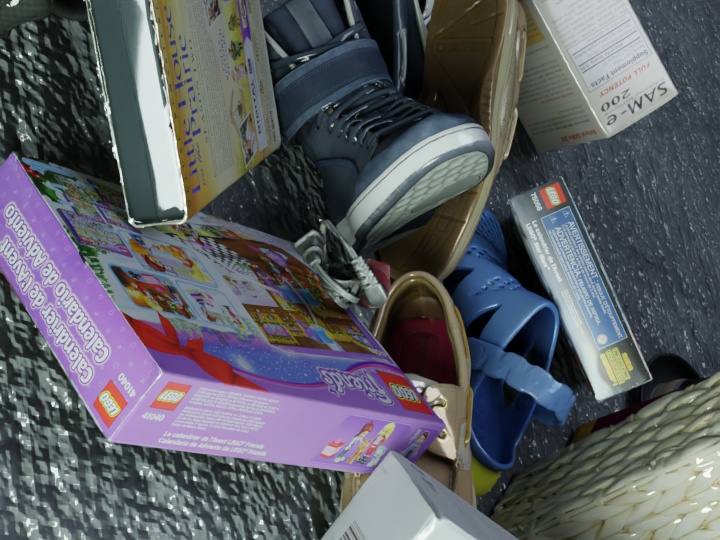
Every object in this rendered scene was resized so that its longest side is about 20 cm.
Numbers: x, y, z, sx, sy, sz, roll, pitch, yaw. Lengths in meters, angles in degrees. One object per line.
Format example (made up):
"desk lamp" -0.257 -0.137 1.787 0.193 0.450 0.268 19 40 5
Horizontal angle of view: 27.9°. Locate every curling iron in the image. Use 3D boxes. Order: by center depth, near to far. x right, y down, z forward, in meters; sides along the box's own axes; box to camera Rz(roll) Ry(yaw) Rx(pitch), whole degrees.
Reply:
"curling iron" 0.000 0.000 0.756 0.050 0.026 0.200 50 4 4

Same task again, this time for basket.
"basket" 0.180 0.153 0.838 0.124 0.200 0.136 56 30 -5

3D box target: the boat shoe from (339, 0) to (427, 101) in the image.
"boat shoe" -0.007 -0.190 0.929 0.062 0.075 0.201 0 77 -70

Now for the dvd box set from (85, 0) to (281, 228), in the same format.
"dvd box set" -0.081 -0.112 0.691 0.200 0.029 0.147 -60 142 -73

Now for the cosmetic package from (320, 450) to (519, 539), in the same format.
"cosmetic package" 0.063 0.186 0.653 0.200 0.113 0.081 36 3 -20

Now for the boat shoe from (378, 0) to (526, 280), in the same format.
"boat shoe" 0.066 -0.083 0.899 0.064 0.071 0.201 24 81 -58

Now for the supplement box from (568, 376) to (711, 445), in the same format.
"supplement box" 0.244 0.143 0.944 0.131 0.200 0.103 60 30 -10

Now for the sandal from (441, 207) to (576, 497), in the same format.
"sandal" 0.086 0.039 0.886 0.079 0.087 0.200 34 39 -39

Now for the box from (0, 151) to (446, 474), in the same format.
"box" -0.063 0.025 0.647 0.200 0.039 0.137 18 26 -52

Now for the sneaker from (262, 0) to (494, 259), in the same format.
"sneaker" -0.002 -0.091 0.779 0.147 0.077 0.202 67 -15 3

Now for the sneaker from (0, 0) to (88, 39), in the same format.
"sneaker" -0.141 -0.164 0.692 0.088 0.074 0.200 64 27 -15

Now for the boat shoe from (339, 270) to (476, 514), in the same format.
"boat shoe" 0.022 0.078 0.746 0.200 0.074 0.069 -86 167 -51

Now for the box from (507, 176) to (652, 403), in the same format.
"box" 0.145 0.013 0.973 0.200 0.040 0.137 3 64 -83

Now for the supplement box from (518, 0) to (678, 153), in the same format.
"supplement box" 0.141 -0.196 1.105 0.200 0.073 0.126 60 -15 -9

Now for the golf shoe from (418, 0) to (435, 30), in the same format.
"golf shoe" 0.031 -0.226 1.010 0.094 0.078 0.200 16 54 -53

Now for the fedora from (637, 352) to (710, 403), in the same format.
"fedora" 0.295 0.146 1.131 0.200 0.091 0.201 38 38 -38
